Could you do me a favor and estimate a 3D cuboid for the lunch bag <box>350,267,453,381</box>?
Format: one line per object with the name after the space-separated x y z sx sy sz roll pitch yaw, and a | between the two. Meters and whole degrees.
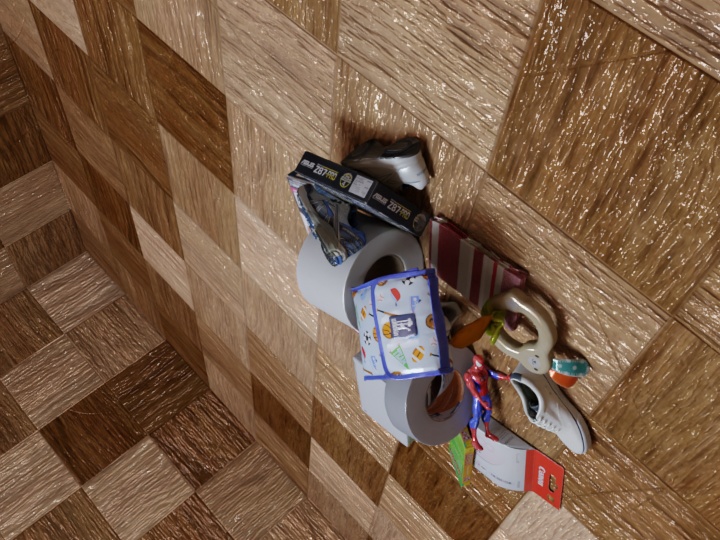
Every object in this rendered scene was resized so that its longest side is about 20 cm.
0.072 0.090 1.215 0.200 0.123 0.171 -17 80 63 | lunch bag

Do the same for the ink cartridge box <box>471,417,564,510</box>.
0.317 0.404 1.546 0.200 0.057 0.163 38 150 38 | ink cartridge box

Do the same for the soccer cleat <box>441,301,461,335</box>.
0.112 0.116 1.364 0.086 0.200 0.070 -20 108 47 | soccer cleat

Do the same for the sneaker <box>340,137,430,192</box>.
0.037 -0.172 1.274 0.200 0.074 0.087 15 141 53 | sneaker

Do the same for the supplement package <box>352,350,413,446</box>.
0.082 0.265 1.690 0.156 0.111 0.201 34 149 34 | supplement package

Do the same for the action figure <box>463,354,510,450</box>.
0.248 0.256 1.432 0.099 0.065 0.201 21 127 53 | action figure

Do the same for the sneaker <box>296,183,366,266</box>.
-0.048 -0.089 1.317 0.077 0.085 0.200 74 169 -49 | sneaker

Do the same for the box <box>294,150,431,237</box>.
0.003 -0.132 1.306 0.200 0.049 0.161 28 179 44 | box

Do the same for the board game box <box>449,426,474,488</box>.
0.222 0.399 1.667 0.201 0.030 0.096 88 168 -49 | board game box

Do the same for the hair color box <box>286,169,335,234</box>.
-0.072 -0.113 1.534 0.100 0.060 0.201 22 141 47 | hair color box

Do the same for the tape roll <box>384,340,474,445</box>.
0.141 0.230 1.446 0.066 0.200 0.201 18 137 50 | tape roll

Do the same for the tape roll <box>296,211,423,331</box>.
0.000 0.000 1.396 0.139 0.202 0.203 27 144 42 | tape roll

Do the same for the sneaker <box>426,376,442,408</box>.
0.140 0.185 1.546 0.075 0.115 0.201 10 98 32 | sneaker

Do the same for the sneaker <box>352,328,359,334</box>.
0.004 0.061 1.608 0.200 0.078 0.116 49 155 7 | sneaker

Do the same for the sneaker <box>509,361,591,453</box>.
0.324 0.245 1.310 0.200 0.071 0.073 55 154 -3 | sneaker

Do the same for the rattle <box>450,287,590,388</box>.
0.258 0.138 1.190 0.130 0.143 0.200 -32 95 34 | rattle

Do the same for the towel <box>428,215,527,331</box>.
0.195 0.003 1.283 0.200 0.023 0.144 38 151 29 | towel
